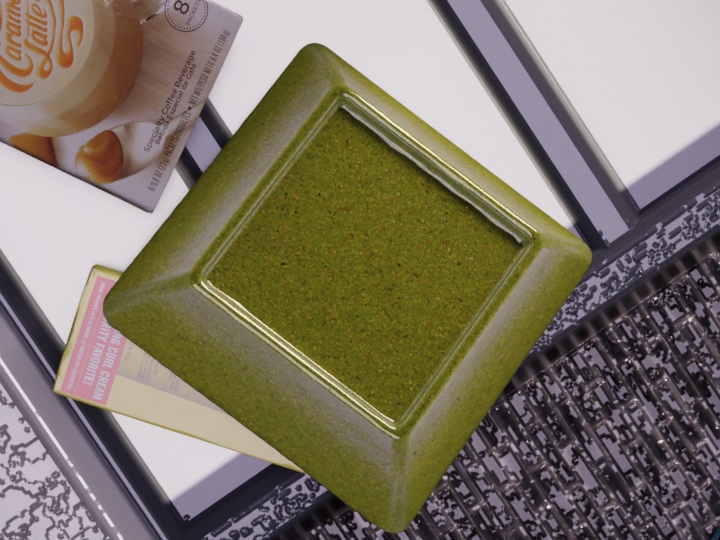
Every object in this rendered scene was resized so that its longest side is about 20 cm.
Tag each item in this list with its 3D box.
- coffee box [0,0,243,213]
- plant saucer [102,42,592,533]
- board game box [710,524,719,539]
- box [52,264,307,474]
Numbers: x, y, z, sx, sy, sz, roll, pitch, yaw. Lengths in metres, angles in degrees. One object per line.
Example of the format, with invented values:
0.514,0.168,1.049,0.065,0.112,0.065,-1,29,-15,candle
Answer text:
-0.177,-0.124,1.114,0.199,0.080,0.115,24,92,-20,coffee box
0.000,0.000,1.150,0.200,0.048,0.200,37,71,1,plant saucer
0.278,0.164,1.216,0.151,0.047,0.201,32,89,-5,board game box
-0.061,0.061,1.181,0.199,0.050,0.076,19,90,-5,box
